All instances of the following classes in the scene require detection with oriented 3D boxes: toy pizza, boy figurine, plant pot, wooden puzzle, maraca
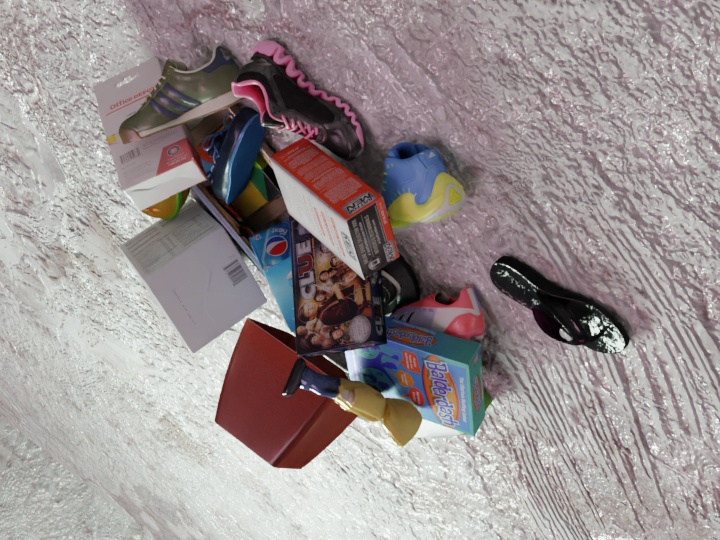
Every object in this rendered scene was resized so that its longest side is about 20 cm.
[{"bbox_3d":[-0.200,-0.073,1.761,0.201,0.032,0.200,50,175,6],"label":"toy pizza"},{"bbox_3d":[-0.010,0.186,1.573,0.198,0.065,0.124,26,169,-8],"label":"boy figurine"},{"bbox_3d":[-0.124,0.217,1.846,0.199,0.177,0.200,33,-179,21],"label":"plant pot"},{"bbox_3d":[-0.183,-0.152,1.687,0.186,0.037,0.199,51,150,-9],"label":"wooden puzzle"},{"bbox_3d":[-0.323,-0.165,1.780,0.137,0.106,0.201,46,144,20],"label":"maraca"}]

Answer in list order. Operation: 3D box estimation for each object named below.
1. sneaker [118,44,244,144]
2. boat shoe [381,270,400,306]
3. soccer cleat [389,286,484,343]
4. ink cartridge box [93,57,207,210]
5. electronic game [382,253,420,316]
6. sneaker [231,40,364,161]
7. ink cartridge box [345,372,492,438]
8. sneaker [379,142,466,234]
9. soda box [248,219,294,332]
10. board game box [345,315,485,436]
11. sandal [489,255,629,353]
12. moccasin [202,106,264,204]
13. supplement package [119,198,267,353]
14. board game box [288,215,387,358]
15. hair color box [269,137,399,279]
[{"bbox_3d":[-0.258,-0.251,1.561,0.198,0.067,0.091,-18,103,13],"label":"sneaker"},{"bbox_3d":[-0.015,0.047,1.614,0.074,0.061,0.199,47,148,-17],"label":"boat shoe"},{"bbox_3d":[0.093,0.065,1.577,0.199,0.066,0.078,-5,95,47],"label":"soccer cleat"},{"bbox_3d":[-0.314,-0.205,1.656,0.068,0.115,0.202,62,-175,-63],"label":"ink cartridge box"},{"bbox_3d":[0.000,0.000,1.637,0.198,0.042,0.201,26,147,18],"label":"electronic game"},{"bbox_3d":[-0.085,-0.202,1.446,0.200,0.095,0.079,41,149,5],"label":"sneaker"},{"bbox_3d":[0.084,0.180,1.720,0.148,0.076,0.199,52,151,-12],"label":"ink cartridge box"},{"bbox_3d":[0.059,-0.108,1.422,0.199,0.075,0.106,-15,97,57],"label":"sneaker"},{"bbox_3d":[-0.108,0.011,1.702,0.201,0.067,0.065,73,171,-59],"label":"soda box"},{"bbox_3d":[0.075,0.141,1.566,0.198,0.045,0.153,15,137,25],"label":"board game box"},{"bbox_3d":[0.241,0.055,1.396,0.199,0.048,0.076,31,147,26],"label":"sandal"},{"bbox_3d":[-0.192,-0.166,1.588,0.068,0.080,0.201,42,144,9],"label":"moccasin"},{"bbox_3d":[-0.275,0.004,1.820,0.153,0.150,0.200,61,168,-26],"label":"supplement package"},{"bbox_3d":[-0.033,0.010,1.536,0.134,0.034,0.203,-14,74,35],"label":"board game box"},{"bbox_3d":[-0.036,-0.084,1.448,0.200,0.061,0.102,42,157,45],"label":"hair color box"}]
